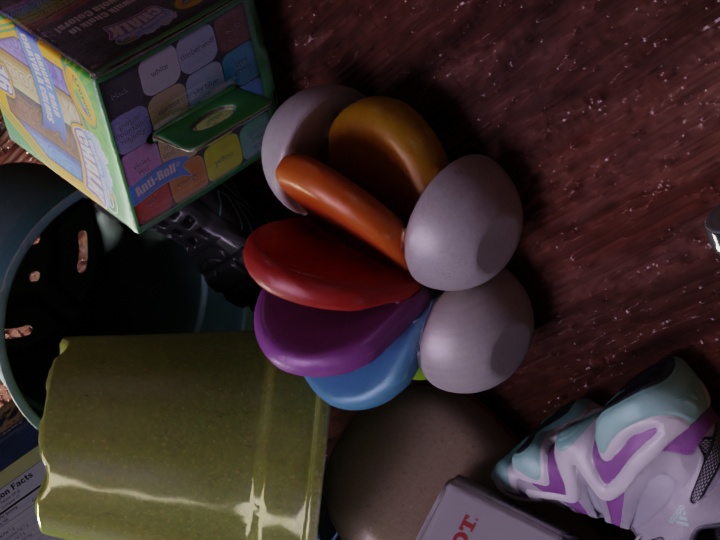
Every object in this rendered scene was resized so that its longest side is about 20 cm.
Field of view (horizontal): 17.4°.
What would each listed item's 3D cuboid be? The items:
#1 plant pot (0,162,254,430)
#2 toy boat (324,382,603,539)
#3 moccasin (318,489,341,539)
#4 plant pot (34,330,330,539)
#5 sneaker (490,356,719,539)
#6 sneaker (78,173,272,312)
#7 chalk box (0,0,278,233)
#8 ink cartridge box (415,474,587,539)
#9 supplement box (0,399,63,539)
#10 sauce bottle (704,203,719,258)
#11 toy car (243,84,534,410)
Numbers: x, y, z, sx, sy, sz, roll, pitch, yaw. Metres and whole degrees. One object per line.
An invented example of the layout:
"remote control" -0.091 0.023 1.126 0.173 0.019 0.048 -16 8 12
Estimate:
"plant pot" -0.211 0.010 1.696 0.196 0.200 0.201 22 140 54
"toy boat" 0.067 0.167 1.556 0.200 0.130 0.131 48 180 7
"moccasin" -0.039 0.227 1.680 0.080 0.068 0.201 -10 117 22
"plant pot" -0.114 0.117 1.543 0.183 0.201 0.201 6 142 -1
"sneaker" 0.165 0.142 1.403 0.140 0.078 0.200 54 151 -2
"sneaker" -0.096 -0.044 1.581 0.200 0.079 0.075 37 147 -18
"chalk box" -0.134 -0.118 1.471 0.200 0.124 0.124 36 148 41
"ink cartridge box" 0.111 0.233 1.440 0.200 0.145 0.084 27 180 4
"supplement box" -0.242 0.206 1.939 0.200 0.134 0.200 56 171 -8
"sauce bottle" 0.230 0.054 1.227 0.066 0.066 0.200 11 131 50
"toy car" 0.000 0.000 1.406 0.175 0.150 0.200 28 143 35
